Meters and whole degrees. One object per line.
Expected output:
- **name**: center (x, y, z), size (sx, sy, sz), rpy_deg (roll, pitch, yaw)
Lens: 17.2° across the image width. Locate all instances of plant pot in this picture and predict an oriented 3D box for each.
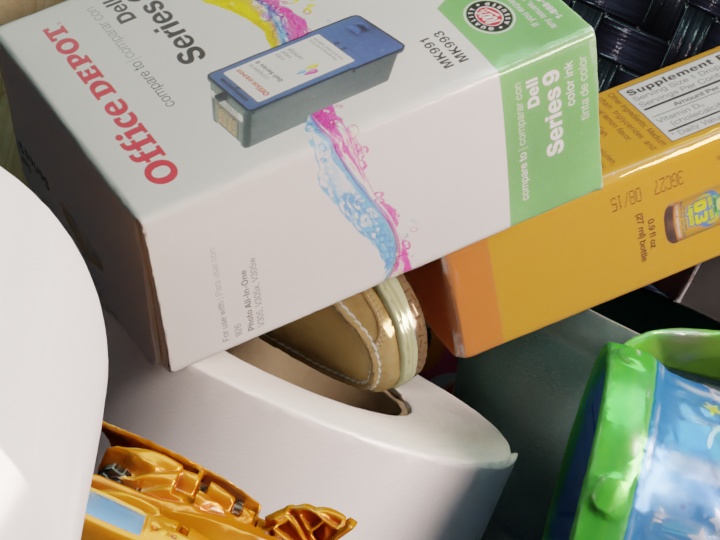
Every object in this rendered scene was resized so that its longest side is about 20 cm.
- **plant pot**: center (0.127, 0.087, 1.132), size (0.200, 0.134, 0.200), rpy_deg (22, 8, -3)

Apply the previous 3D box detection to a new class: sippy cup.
- **sippy cup**: center (0.143, 0.109, 0.950), size (0.130, 0.178, 0.140), rpy_deg (15, -5, 2)

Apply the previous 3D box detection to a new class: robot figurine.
- **robot figurine**: center (-0.102, 0.078, 0.805), size (0.200, 0.058, 0.145), rpy_deg (24, 7, -2)

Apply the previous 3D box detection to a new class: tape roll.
- **tape roll**: center (-0.039, 0.069, 1.007), size (0.202, 0.071, 0.202), rpy_deg (23, 7, -3)

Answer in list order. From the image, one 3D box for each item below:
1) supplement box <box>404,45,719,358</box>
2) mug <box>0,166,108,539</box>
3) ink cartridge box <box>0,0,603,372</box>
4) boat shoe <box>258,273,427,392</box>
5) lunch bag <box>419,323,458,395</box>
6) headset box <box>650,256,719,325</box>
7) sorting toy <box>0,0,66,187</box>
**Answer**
- **supplement box**: center (0.115, -0.036, 1.047), size (0.200, 0.067, 0.069), rpy_deg (-20, 37, -12)
- **mug**: center (-0.149, 0.065, 0.606), size (0.149, 0.187, 0.153), rpy_deg (55, 4, -24)
- **ink cartridge box**: center (-0.025, -0.064, 0.951), size (0.200, 0.088, 0.145), rpy_deg (-24, 45, -16)
- **boat shoe**: center (-0.058, -0.005, 1.002), size (0.076, 0.072, 0.200), rpy_deg (-24, 44, -33)
- **lunch bag**: center (0.098, 0.062, 1.444), size (0.176, 0.082, 0.200), rpy_deg (27, 9, -1)
- **headset box**: center (0.211, -0.005, 1.196), size (0.149, 0.077, 0.200), rpy_deg (24, 9, -16)
- **sorting toy**: center (-0.163, -0.062, 1.074), size (0.070, 0.200, 0.199), rpy_deg (16, 4, 27)
